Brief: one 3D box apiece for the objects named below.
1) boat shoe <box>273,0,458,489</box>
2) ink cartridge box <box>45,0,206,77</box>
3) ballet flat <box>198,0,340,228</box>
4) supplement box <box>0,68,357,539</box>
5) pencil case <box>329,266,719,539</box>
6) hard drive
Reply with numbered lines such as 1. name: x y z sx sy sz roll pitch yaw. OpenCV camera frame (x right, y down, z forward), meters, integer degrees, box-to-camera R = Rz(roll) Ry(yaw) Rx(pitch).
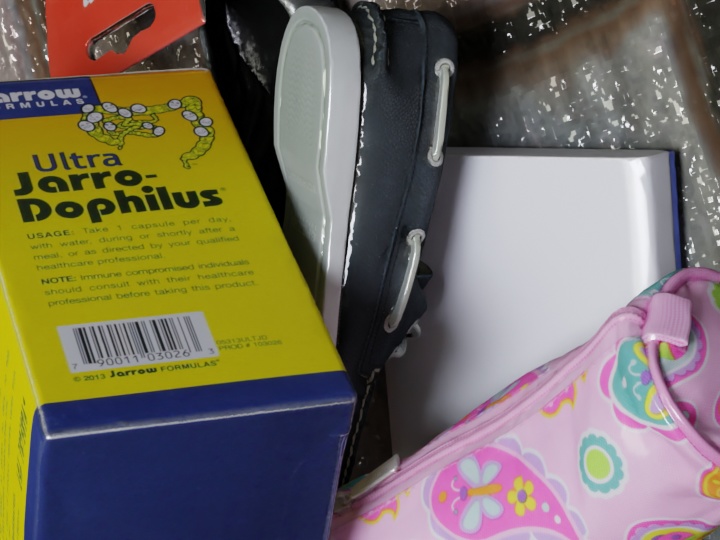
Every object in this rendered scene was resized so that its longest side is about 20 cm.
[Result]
1. boat shoe: 0.000 0.000 0.805 0.076 0.060 0.201 -129 42 -57
2. ink cartridge box: -0.126 -0.179 0.889 0.109 0.050 0.201 -24 69 43
3. ballet flat: -0.037 -0.062 0.861 0.066 0.057 0.201 -12 91 46
4. supplement box: -0.086 0.027 0.792 0.200 0.109 0.109 -116 27 -46
5. pencil case: 0.063 0.077 0.752 0.200 0.087 0.088 -36 76 41
6. hard drive: 0.066 0.054 0.819 0.132 0.025 0.201 4 103 41
